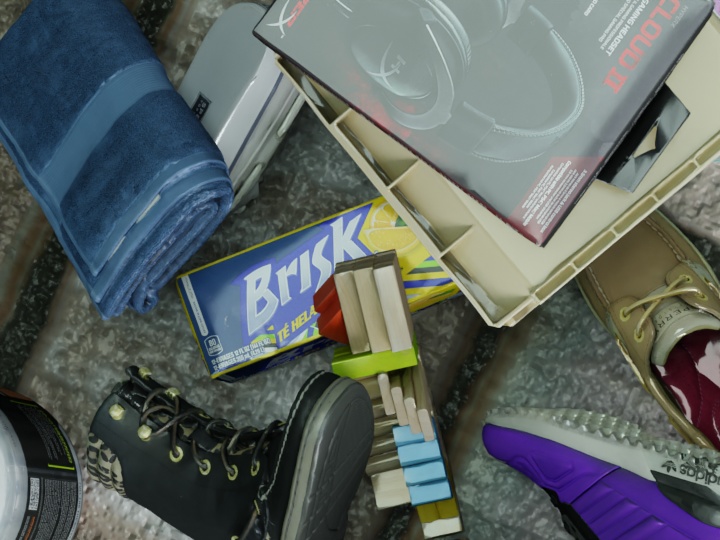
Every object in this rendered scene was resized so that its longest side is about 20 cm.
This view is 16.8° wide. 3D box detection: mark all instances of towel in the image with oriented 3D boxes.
[{"bbox_3d":[-0.148,-0.077,1.379,0.112,0.048,0.200,-49,51,21],"label":"towel"}]

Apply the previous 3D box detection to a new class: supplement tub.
[{"bbox_3d":[-0.224,0.121,1.342,0.122,0.200,0.124,-1,83,8],"label":"supplement tub"}]

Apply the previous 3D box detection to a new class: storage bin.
[{"bbox_3d":[0.089,-0.104,1.303,0.198,0.094,0.200,-40,88,4],"label":"storage bin"}]

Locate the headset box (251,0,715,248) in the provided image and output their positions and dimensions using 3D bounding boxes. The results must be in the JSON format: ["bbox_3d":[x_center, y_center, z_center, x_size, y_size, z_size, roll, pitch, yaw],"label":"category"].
[{"bbox_3d":[0.070,-0.117,1.220,0.200,0.077,0.149,37,93,4],"label":"headset box"}]

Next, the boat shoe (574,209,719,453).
[{"bbox_3d":[0.182,0.035,1.369,0.074,0.066,0.201,-36,81,1],"label":"boat shoe"}]

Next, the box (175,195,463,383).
[{"bbox_3d":[0.000,0.000,1.394,0.199,0.070,0.065,-22,82,4],"label":"box"}]

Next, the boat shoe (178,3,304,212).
[{"bbox_3d":[-0.088,-0.061,1.410,0.072,0.065,0.201,41,107,42],"label":"boat shoe"}]

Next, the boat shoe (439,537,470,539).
[{"bbox_3d":[0.058,0.187,1.372,0.198,0.072,0.072,-5,62,7],"label":"boat shoe"}]

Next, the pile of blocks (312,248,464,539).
[{"bbox_3d":[0.009,0.081,1.343,0.062,0.082,0.201,-13,121,4],"label":"pile of blocks"}]

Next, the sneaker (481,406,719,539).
[{"bbox_3d":[0.140,0.136,1.332,0.199,0.069,0.100,16,97,40],"label":"sneaker"}]

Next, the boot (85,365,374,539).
[{"bbox_3d":[-0.077,0.098,1.340,0.153,0.204,0.074,32,55,14],"label":"boot"}]

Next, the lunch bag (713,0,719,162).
[{"bbox_3d":[0.161,-0.160,1.390,0.159,0.077,0.202,-5,83,8],"label":"lunch bag"}]
